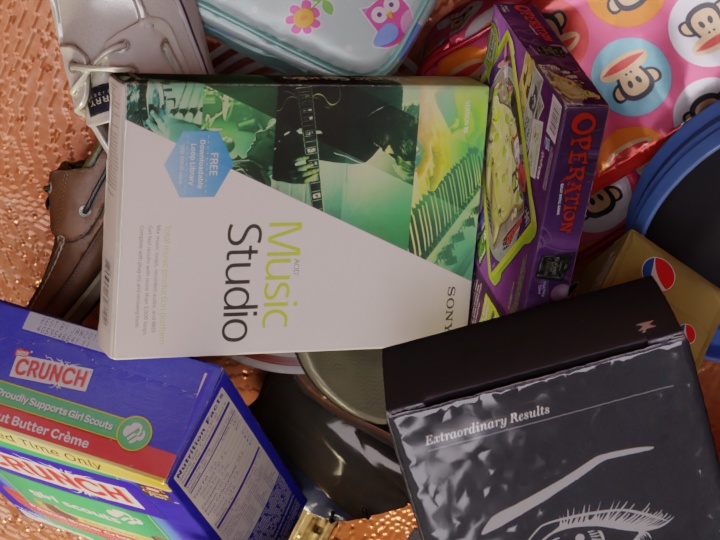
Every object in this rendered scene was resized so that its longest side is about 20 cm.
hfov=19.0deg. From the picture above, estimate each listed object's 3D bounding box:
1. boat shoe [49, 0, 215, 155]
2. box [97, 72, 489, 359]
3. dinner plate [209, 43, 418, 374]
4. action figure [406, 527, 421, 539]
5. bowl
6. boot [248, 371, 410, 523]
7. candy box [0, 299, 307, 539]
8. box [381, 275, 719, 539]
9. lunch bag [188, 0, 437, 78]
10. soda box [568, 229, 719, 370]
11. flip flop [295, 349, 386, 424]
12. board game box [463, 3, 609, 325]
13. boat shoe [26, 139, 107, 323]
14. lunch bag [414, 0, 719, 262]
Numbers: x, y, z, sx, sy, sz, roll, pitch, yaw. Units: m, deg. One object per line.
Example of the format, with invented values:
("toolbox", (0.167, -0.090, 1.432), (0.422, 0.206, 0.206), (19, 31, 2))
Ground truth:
("boat shoe", (-0.119, -0.101, 1.108), (0.071, 0.070, 0.200), (-10, 116, 24))
("box", (-0.034, -0.029, 1.111), (0.200, 0.036, 0.144), (-2, 106, -23))
("dinner plate", (-0.033, -0.041, 1.217), (0.200, 0.024, 0.200), (-2, 96, -23))
("action figure", (-0.009, 0.200, 1.194), (0.193, 0.200, 0.105), (-30, 71, 42))
("bowl", (0.239, -0.030, 1.170), (0.201, 0.039, 0.201), (-8, 137, -7))
("boot", (0.019, 0.119, 1.290), (0.200, 0.075, 0.097), (42, 127, -8))
("candy box", (-0.138, 0.100, 1.204), (0.169, 0.200, 0.077), (16, 68, 21))
("box", (0.105, 0.122, 1.052), (0.148, 0.104, 0.200), (-14, 105, 3))
("lunch bag", (-0.047, -0.190, 1.156), (0.200, 0.077, 0.160), (27, 88, -1))
("soda box", (0.122, 0.054, 1.185), (0.068, 0.064, 0.200), (33, 152, -6))
("flip flop", (0.000, 0.000, 1.184), (0.081, 0.058, 0.200), (-21, 115, -20))
("board game box", (0.080, -0.024, 1.120), (0.032, 0.120, 0.200), (-3, 122, -20))
("boat shoe", (-0.150, -0.040, 1.248), (0.068, 0.072, 0.200), (35, 97, -7))
("lunch bag", (0.147, -0.097, 1.189), (0.200, 0.082, 0.176), (-32, 106, 17))
